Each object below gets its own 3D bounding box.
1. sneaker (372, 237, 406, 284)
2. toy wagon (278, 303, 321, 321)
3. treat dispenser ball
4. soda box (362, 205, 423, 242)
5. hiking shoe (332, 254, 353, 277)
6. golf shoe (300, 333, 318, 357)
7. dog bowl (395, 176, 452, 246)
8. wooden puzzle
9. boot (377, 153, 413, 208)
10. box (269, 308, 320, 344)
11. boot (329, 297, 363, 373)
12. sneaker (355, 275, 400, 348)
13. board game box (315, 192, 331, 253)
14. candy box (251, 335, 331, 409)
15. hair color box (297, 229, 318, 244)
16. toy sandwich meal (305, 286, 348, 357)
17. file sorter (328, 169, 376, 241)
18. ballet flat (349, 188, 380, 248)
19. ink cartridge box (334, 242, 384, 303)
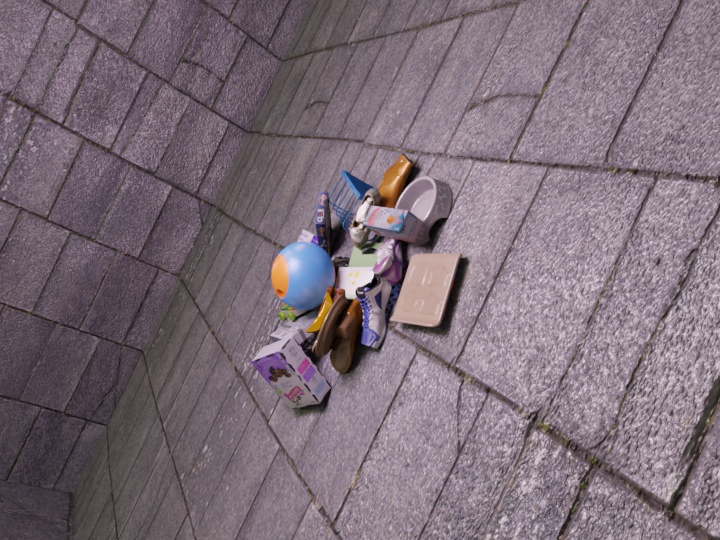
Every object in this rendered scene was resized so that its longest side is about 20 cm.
[{"bbox_3d":[0.094,-0.029,1.520,0.080,0.088,0.202,-42,16,30],"label":"sneaker"},{"bbox_3d":[-0.181,0.106,1.754,0.154,0.040,0.198,-39,17,-29],"label":"toy wagon"},{"bbox_3d":[-0.173,0.016,1.628,0.199,0.198,0.206,-34,42,37],"label":"treat dispenser ball"},{"bbox_3d":[0.088,-0.131,1.491,0.198,0.068,0.065,18,79,59],"label":"soda box"},{"bbox_3d":[-0.086,0.005,1.774,0.101,0.076,0.198,-46,16,-32],"label":"hiking shoe"},{"bbox_3d":[-0.165,0.234,1.727,0.196,0.096,0.078,-28,11,12],"label":"golf shoe"},{"bbox_3d":[0.170,-0.175,1.524,0.198,0.058,0.205,-34,43,38],"label":"dog bowl"},{"bbox_3d":[0.174,0.051,1.374,0.183,0.046,0.205,1,64,56],"label":"wooden puzzle"},{"bbox_3d":[0.112,-0.270,1.645,0.145,0.070,0.204,-51,27,27],"label":"boot"},{"bbox_3d":[-0.177,0.170,1.696,0.198,0.042,0.155,-38,17,-24],"label":"box"},{"bbox_3d":[-0.027,0.186,1.548,0.145,0.069,0.205,-53,-24,-47],"label":"boot"},{"bbox_3d":[0.026,0.102,1.485,0.080,0.113,0.205,4,71,57],"label":"sneaker"},{"bbox_3d":[-0.125,-0.150,1.849,0.202,0.033,0.139,88,-176,-55],"label":"board game box"},{"bbox_3d":[-0.207,0.310,1.599,0.166,0.202,0.072,-24,17,45],"label":"candy box"},{"bbox_3d":[-0.216,-0.042,1.997,0.109,0.064,0.205,25,91,58],"label":"hair color box"},{"bbox_3d":[-0.095,0.141,1.509,0.207,0.069,0.208,89,-154,-60],"label":"toy sandwich meal"},{"bbox_3d":[-0.008,-0.208,1.740,0.124,0.136,0.201,-56,32,18],"label":"file sorter"},{"bbox_3d":[0.003,-0.150,1.610,0.075,0.067,0.204,-34,-31,-57],"label":"ballet flat"},{"bbox_3d":[0.000,0.000,1.625,0.142,0.048,0.206,-1,67,37],"label":"ink cartridge box"}]
